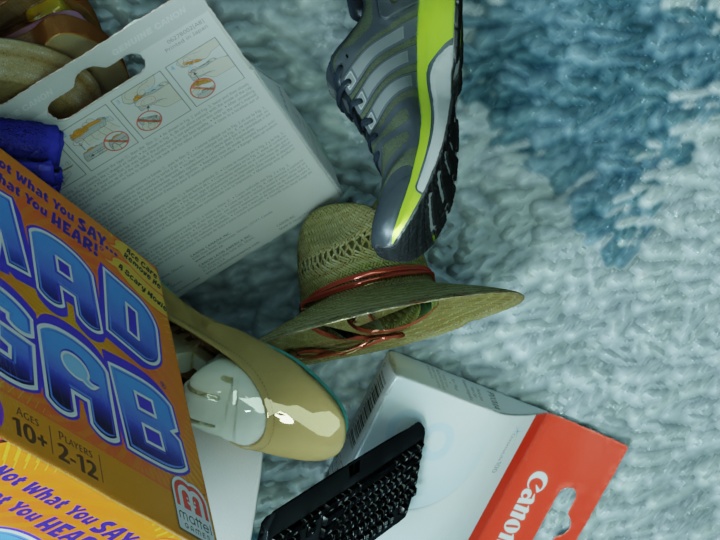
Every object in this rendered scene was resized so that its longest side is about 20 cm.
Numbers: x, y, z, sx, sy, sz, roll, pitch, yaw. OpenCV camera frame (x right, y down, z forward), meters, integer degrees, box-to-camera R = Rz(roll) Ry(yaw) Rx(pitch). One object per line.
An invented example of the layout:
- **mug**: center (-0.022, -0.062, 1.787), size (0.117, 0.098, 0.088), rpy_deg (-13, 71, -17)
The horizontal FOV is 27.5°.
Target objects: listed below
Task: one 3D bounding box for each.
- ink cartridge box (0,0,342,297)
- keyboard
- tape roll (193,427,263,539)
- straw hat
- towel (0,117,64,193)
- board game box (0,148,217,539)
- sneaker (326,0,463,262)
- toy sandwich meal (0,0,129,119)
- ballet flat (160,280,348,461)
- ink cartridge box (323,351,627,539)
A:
- **ink cartridge box**: center (-0.121, -0.074, 0.885), size (0.160, 0.050, 0.200), rpy_deg (-30, 136, 6)
- **keyboard**: center (-0.005, 0.170, 0.921), size (0.039, 0.200, 0.105), rpy_deg (24, 113, 24)
- **tape roll**: center (-0.148, 0.152, 0.931), size (0.138, 0.203, 0.204), rpy_deg (11, 111, -11)
- **straw hat**: center (0.000, 0.000, 0.928), size (0.199, 0.201, 0.086), rpy_deg (-12, 80, -2)
- **towel**: center (-0.269, -0.024, 0.791), size (0.198, 0.050, 0.149), rpy_deg (6, 124, -28)
- **board game box**: center (-0.221, 0.075, 0.730), size (0.199, 0.201, 0.200), rpy_deg (-32, 138, 15)
- **sneaker**: center (0.018, -0.095, 0.880), size (0.080, 0.202, 0.074), rpy_deg (1, 150, 9)
- **toy sandwich meal**: center (-0.239, -0.106, 0.859), size (0.203, 0.205, 0.071), rpy_deg (-14, 71, -1)
- **ballet flat**: center (-0.098, 0.060, 0.851), size (0.199, 0.063, 0.069), rpy_deg (30, 124, 28)
- **ink cartridge box**: center (0.075, 0.165, 1.048), size (0.198, 0.047, 0.161), rpy_deg (22, 107, -13)
